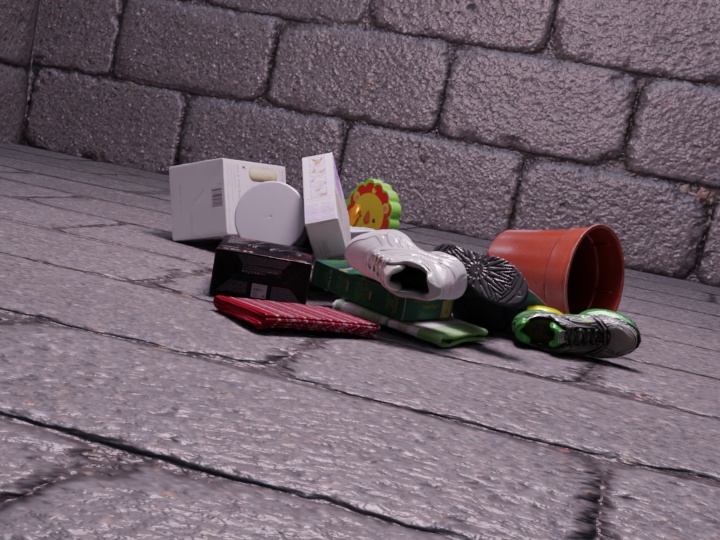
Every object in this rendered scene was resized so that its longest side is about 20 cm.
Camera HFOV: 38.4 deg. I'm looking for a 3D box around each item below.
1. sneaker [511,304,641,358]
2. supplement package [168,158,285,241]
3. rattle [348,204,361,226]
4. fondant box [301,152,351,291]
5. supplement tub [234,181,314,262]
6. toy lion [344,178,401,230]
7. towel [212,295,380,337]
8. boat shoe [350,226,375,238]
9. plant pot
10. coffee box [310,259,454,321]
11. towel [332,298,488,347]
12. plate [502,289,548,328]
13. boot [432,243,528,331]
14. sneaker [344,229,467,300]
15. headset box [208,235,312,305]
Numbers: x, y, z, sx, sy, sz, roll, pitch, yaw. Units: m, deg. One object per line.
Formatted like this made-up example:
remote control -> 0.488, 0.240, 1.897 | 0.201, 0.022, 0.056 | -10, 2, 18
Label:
sneaker -> 0.331, 0.103, 1.594 | 0.198, 0.079, 0.085 | 3, 12, 15
supplement package -> -0.268, -0.140, 2.120 | 0.150, 0.153, 0.200 | -5, -2, 33
rattle -> -0.115, -0.079, 2.084 | 0.199, 0.144, 0.130 | 18, 27, 11
fondant box -> -0.054, -0.085, 1.753 | 0.058, 0.145, 0.201 | -12, 39, 3
supplement tub -> -0.141, -0.073, 1.831 | 0.131, 0.133, 0.200 | 11, -7, 8
toy lion -> 0.002, -0.096, 2.146 | 0.068, 0.193, 0.199 | 4, 9, -42
towel -> -0.090, 0.064, 1.436 | 0.199, 0.023, 0.144 | 8, 5, -37
boat shoe -> 0.014, -0.052, 1.958 | 0.199, 0.074, 0.065 | 17, 21, 24
plant pot -> 0.340, 0.010, 1.860 | 0.194, 0.202, 0.200 | 8, 4, 43
coffee box -> 0.034, 0.028, 1.587 | 0.122, 0.044, 0.199 | 1, 15, -46
towel -> 0.074, 0.080, 1.560 | 0.199, 0.031, 0.149 | 18, 13, 35
plate -> 0.227, 0.052, 1.717 | 0.199, 0.026, 0.200 | 27, -17, 9
boot -> 0.198, 0.047, 1.595 | 0.164, 0.066, 0.200 | 30, -18, 29
sneaker -> 0.049, -0.007, 1.476 | 0.199, 0.079, 0.099 | 16, 19, 33
headset box -> -0.153, -0.001, 1.633 | 0.148, 0.078, 0.200 | 10, 9, -3
